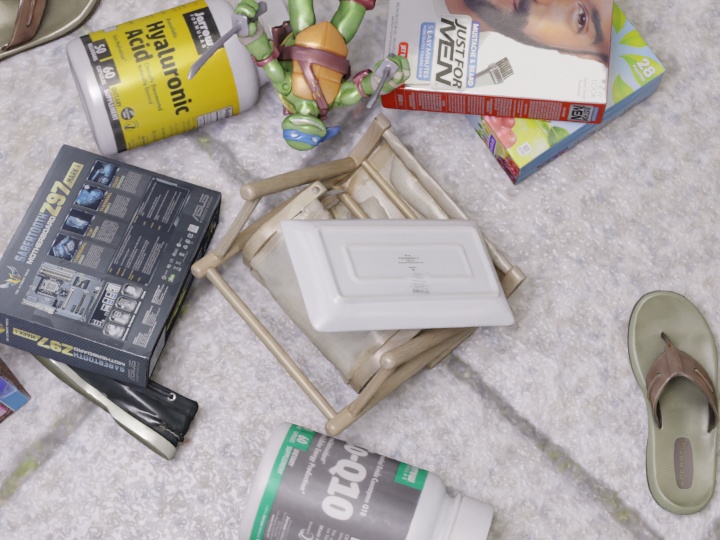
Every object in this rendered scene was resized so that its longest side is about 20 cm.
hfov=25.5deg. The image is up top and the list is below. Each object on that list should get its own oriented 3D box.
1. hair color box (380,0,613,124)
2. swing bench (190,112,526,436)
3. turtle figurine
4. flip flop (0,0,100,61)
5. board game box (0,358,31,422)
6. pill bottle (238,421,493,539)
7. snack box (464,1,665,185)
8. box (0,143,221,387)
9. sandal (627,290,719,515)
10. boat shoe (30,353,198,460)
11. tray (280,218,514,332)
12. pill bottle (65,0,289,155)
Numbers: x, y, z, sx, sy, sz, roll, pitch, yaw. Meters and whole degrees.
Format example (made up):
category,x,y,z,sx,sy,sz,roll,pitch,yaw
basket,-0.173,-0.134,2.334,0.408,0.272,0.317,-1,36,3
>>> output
category,x,y,z,sx,sy,sz,roll,pitch,yaw
hair color box,0.121,-0.198,1.416,0.199,0.064,0.111,4,78,4
swing bench,0.000,0.000,1.392,0.199,0.130,0.200,49,46,11
turtle figurine,-0.029,-0.209,1.347,0.143,0.200,0.195,4,76,21
flip flop,-0.328,-0.248,1.493,0.200,0.058,0.081,-29,79,-7
board game box,-0.402,0.124,1.355,0.200,0.159,0.097,-39,80,-9
pill bottle,0.006,0.213,1.361,0.199,0.113,0.114,19,77,3
snack box,0.157,-0.210,1.483,0.168,0.068,0.200,-33,80,-6
box,-0.228,-0.008,1.404,0.157,0.051,0.200,17,51,2
sandal,0.287,0.114,1.413,0.079,0.057,0.202,-5,77,-2
boat shoe,-0.228,0.083,1.410,0.199,0.075,0.066,37,76,8
tray,0.036,-0.002,1.313,0.199,0.022,0.108,-1,60,-32
pill bottle,-0.159,-0.185,1.451,0.199,0.111,0.112,-20,78,-10
